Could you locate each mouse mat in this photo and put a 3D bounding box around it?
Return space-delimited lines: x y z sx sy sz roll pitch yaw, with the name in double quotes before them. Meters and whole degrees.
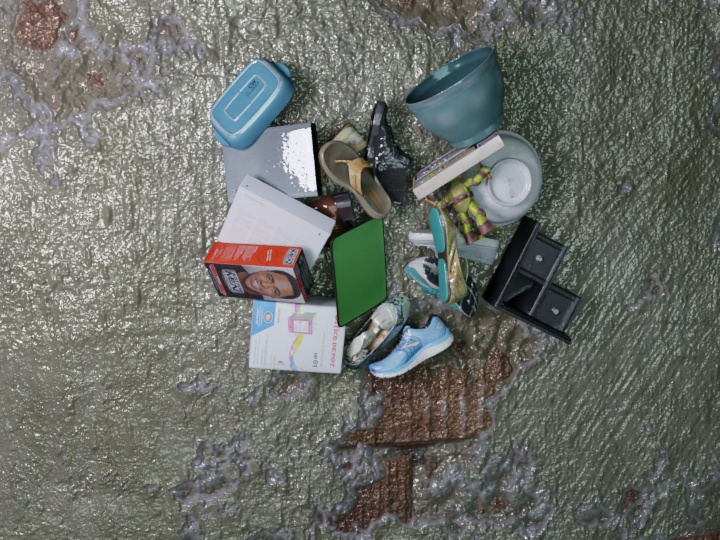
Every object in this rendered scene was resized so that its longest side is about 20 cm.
"mouse mat" 0.000 0.000 1.638 0.160 0.007 0.203 -29 124 -42

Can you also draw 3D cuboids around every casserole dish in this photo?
"casserole dish" -0.218 -0.331 1.564 0.200 0.039 0.121 -47 68 4

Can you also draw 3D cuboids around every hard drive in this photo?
"hard drive" -0.175 -0.210 1.581 0.197 0.033 0.142 -3 97 19

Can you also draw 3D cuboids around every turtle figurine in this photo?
"turtle figurine" 0.217 -0.144 1.615 0.199 0.064 0.163 -32 80 38

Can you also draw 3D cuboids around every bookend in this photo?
"bookend" 0.399 0.022 1.721 0.198 0.092 0.201 26 97 -13

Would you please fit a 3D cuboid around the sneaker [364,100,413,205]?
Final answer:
"sneaker" 0.063 -0.239 1.642 0.102 0.060 0.203 8 106 -7

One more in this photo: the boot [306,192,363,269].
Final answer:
"boot" -0.098 -0.053 1.655 0.197 0.069 0.191 -14 117 2

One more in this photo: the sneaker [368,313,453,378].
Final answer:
"sneaker" 0.099 0.162 1.728 0.198 0.078 0.091 -30 94 -10

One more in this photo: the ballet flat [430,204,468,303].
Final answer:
"ballet flat" 0.184 -0.036 1.621 0.069 0.071 0.204 -8 96 -6

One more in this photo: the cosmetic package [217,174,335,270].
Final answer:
"cosmetic package" -0.168 -0.079 1.590 0.198 0.052 0.151 28 132 -6

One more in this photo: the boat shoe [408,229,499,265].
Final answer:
"boat shoe" 0.196 -0.045 1.692 0.197 0.070 0.073 6 99 -10

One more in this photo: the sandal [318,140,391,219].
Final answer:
"sandal" 0.001 -0.182 1.585 0.200 0.054 0.081 46 65 -22

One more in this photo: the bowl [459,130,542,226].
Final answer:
"bowl" 0.297 -0.187 1.667 0.197 0.090 0.205 -1 101 -7

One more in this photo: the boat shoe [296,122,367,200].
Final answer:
"boat shoe" -0.072 -0.207 1.621 0.063 0.073 0.200 43 94 -11

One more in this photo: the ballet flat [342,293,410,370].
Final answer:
"ballet flat" 0.031 0.130 1.700 0.074 0.074 0.201 36 94 -13

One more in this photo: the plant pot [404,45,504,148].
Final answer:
"plant pot" 0.203 -0.327 1.575 0.199 0.200 0.135 -34 110 1

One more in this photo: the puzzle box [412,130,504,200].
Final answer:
"puzzle box" 0.192 -0.219 1.601 0.198 0.133 0.026 -32 106 14

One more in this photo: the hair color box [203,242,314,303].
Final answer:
"hair color box" -0.201 0.004 1.592 0.197 0.062 0.102 3 136 20

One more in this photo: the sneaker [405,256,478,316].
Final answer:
"sneaker" 0.178 0.031 1.707 0.199 0.079 0.078 37 63 -29

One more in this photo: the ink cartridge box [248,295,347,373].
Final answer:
"ink cartridge box" -0.130 0.129 1.676 0.196 0.085 0.147 4 101 -10
